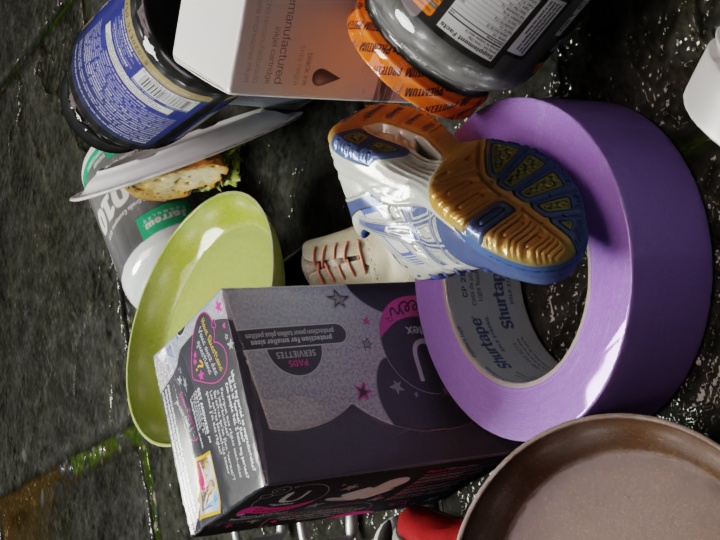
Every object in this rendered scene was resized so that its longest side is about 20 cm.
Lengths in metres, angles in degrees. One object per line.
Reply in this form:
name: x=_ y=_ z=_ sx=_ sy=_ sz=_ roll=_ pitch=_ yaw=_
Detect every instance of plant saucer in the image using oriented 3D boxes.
plant saucer: x=0.145 y=0.179 z=0.729 sx=0.199 sy=0.034 sz=0.202 roll=-5 pitch=80 yaw=28
plant saucer: x=-0.114 y=0.039 z=1.030 sx=0.199 sy=0.031 sz=0.201 roll=-30 pitch=49 yaw=42

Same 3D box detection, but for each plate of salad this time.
plate of salad: x=-0.136 y=-0.084 z=1.083 sx=0.200 sy=0.199 sz=0.048 roll=-5 pitch=109 yaw=57

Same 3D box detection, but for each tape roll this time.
tape roll: x=0.114 y=-0.001 z=0.808 sx=0.200 sy=0.065 sz=0.202 roll=4 pitch=94 yaw=56

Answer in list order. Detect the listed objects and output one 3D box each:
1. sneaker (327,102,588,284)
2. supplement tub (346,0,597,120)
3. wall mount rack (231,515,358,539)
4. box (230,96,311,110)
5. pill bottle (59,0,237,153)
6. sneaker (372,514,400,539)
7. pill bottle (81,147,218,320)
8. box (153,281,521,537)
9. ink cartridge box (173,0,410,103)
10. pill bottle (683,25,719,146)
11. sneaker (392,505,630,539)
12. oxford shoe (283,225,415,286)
sneaker: x=0.060 y=-0.029 z=0.786 sx=0.200 sy=0.075 sz=0.089 roll=35 pitch=144 yaw=47
supplement tub: x=0.086 y=-0.189 z=0.760 sx=0.200 sy=0.122 sz=0.123 roll=-49 pitch=51 yaw=31
wall mount rack: x=-0.066 y=0.136 z=1.090 sx=0.199 sy=0.074 sz=0.175 roll=-15 pitch=82 yaw=56
box: x=-0.051 y=-0.243 z=1.027 sx=0.176 sy=0.096 sz=0.202 roll=-16 pitch=77 yaw=58
pill bottle: x=-0.149 y=-0.154 z=0.991 sx=0.200 sy=0.111 sz=0.113 roll=-22 pitch=73 yaw=56
sneaker: x=0.024 y=0.278 z=0.945 sx=0.116 sy=0.075 sz=0.202 roll=130 pitch=147 yaw=-67
pill bottle: x=-0.169 y=-0.031 z=1.199 sx=0.201 sy=0.112 sz=0.113 roll=61 pitch=138 yaw=35
box: x=-0.015 y=0.085 z=0.885 sx=0.115 sy=0.199 sz=0.133 roll=-39 pitch=59 yaw=48
ink cartridge box: x=-0.006 y=-0.188 z=0.863 sx=0.083 sy=0.199 sz=0.148 roll=36 pitch=121 yaw=48
pill bottle: x=0.225 y=-0.142 z=0.586 sx=0.115 sy=0.114 sz=0.201 roll=55 pitch=135 yaw=40
sneaker: x=0.102 y=0.163 z=0.836 sx=0.199 sy=0.077 sz=0.086 roll=4 pitch=90 yaw=46
oxford shoe: x=0.000 y=0.000 z=0.974 sx=0.200 sy=0.073 sz=0.071 roll=-26 pitch=69 yaw=54
